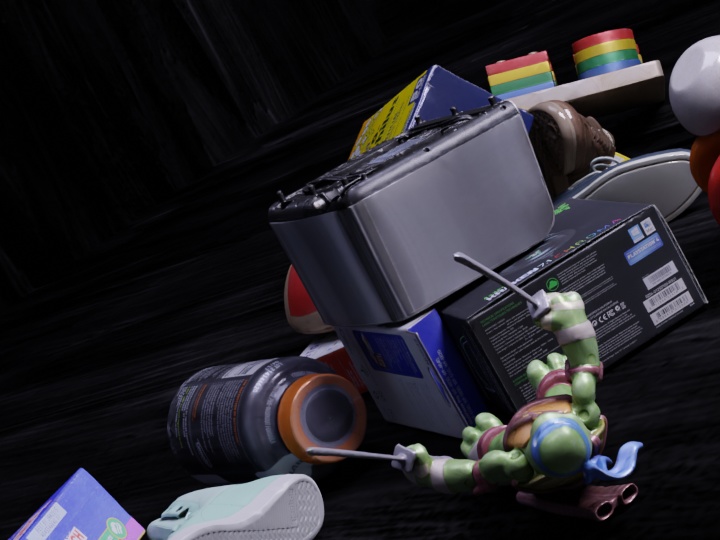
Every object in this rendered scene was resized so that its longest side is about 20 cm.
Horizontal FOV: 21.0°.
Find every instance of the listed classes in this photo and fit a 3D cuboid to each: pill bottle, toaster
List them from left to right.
[{"bbox_3d":[-0.073,0.126,1.606,0.106,0.106,0.200,-35,12,-28],"label":"pill bottle"},{"bbox_3d":[0.034,-0.043,1.550,0.200,0.119,0.181,-30,9,-22],"label":"toaster"}]

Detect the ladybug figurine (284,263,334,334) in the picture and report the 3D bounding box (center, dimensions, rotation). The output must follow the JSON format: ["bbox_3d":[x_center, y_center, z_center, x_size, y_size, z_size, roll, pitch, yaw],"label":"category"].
[{"bbox_3d":[0.000,0.000,1.815,0.200,0.072,0.136,-19,15,45],"label":"ladybug figurine"}]

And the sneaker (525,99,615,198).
[{"bbox_3d":[0.201,-0.122,1.822,0.075,0.070,0.200,-31,-15,-6],"label":"sneaker"}]

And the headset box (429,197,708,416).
[{"bbox_3d":[0.146,0.024,1.531,0.174,0.093,0.200,-31,10,-9],"label":"headset box"}]

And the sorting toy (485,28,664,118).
[{"bbox_3d":[0.237,-0.212,2.184,0.198,0.070,0.200,-14,-5,8],"label":"sorting toy"}]

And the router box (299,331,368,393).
[{"bbox_3d":[0.047,0.044,1.818,0.179,0.049,0.200,-24,12,27],"label":"router box"}]

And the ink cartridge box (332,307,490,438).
[{"bbox_3d":[0.045,0.078,1.532,0.039,0.100,0.200,-31,11,-16],"label":"ink cartridge box"}]

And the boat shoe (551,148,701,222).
[{"bbox_3d":[0.228,-0.061,1.775,0.200,0.075,0.062,-34,19,29],"label":"boat shoe"}]

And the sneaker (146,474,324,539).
[{"bbox_3d":[-0.125,0.212,1.417,0.118,0.074,0.200,-14,8,36],"label":"sneaker"}]

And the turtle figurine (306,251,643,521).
[{"bbox_3d":[0.087,0.076,1.240,0.200,0.144,0.194,14,-4,6],"label":"turtle figurine"}]

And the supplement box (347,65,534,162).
[{"bbox_3d":[0.062,-0.097,1.821,0.109,0.109,0.200,-68,12,-18],"label":"supplement box"}]

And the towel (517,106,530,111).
[{"bbox_3d":[0.101,-0.149,1.941,0.143,0.023,0.200,10,-4,-8],"label":"towel"}]

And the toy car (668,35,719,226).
[{"bbox_3d":[0.331,-0.093,1.490,0.200,0.175,0.150,-6,60,64],"label":"toy car"}]

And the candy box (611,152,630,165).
[{"bbox_3d":[0.236,-0.075,1.934,0.102,0.026,0.200,-33,10,1],"label":"candy box"}]

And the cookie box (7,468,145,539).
[{"bbox_3d":[-0.270,0.263,1.432,0.200,0.075,0.171,-44,4,25],"label":"cookie box"}]
